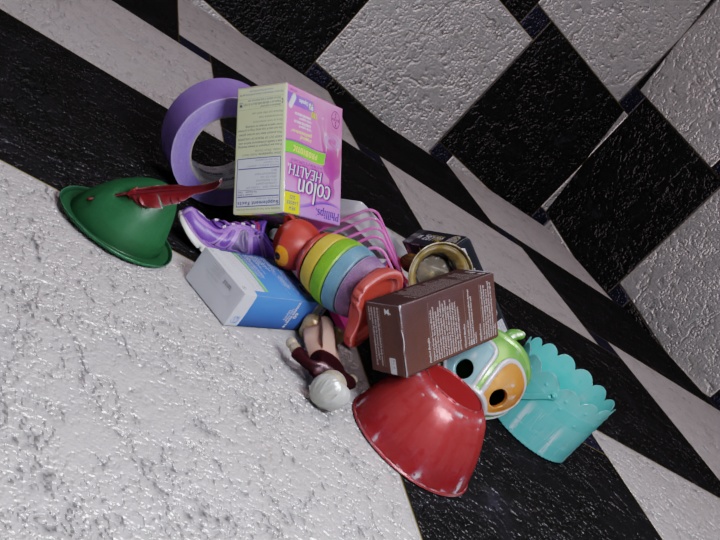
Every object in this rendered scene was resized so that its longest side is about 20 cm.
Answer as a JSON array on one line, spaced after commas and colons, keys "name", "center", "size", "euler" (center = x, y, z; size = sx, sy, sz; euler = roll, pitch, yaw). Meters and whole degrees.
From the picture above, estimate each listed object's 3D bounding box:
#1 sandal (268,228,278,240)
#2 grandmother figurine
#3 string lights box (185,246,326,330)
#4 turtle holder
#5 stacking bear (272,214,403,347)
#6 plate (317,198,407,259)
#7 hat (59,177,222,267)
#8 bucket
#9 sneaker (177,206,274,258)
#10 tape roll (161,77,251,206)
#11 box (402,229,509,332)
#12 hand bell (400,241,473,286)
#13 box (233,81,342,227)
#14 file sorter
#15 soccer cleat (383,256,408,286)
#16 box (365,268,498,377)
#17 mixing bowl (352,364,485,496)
[{"name": "sandal", "center": [-0.075, -0.027, 1.608], "size": [0.201, 0.050, 0.082], "euler": [19, 6, -15]}, {"name": "grandmother figurine", "center": [-0.049, 0.126, 1.219], "size": [0.120, 0.061, 0.200], "euler": [22, 18, -17]}, {"name": "string lights box", "center": [-0.143, 0.029, 1.280], "size": [0.103, 0.059, 0.199], "euler": [47, 19, 28]}, {"name": "turtle holder", "center": [0.161, 0.153, 1.354], "size": [0.184, 0.142, 0.132], "euler": [27, 42, 15]}, {"name": "stacking bear", "center": [-0.047, -0.004, 1.283], "size": [0.199, 0.122, 0.113], "euler": [35, 46, 24]}, {"name": "plate", "center": [-0.036, -0.074, 1.631], "size": [0.198, 0.033, 0.200], "euler": [9, -22, 34]}, {"name": "hat", "center": [-0.277, -0.118, 1.190], "size": [0.199, 0.177, 0.166], "euler": [38, 16, 5]}, {"name": "bucket", "center": [0.336, 0.232, 1.586], "size": [0.206, 0.135, 0.207], "euler": [34, 16, -11]}, {"name": "sneaker", "center": [-0.189, -0.054, 1.371], "size": [0.199, 0.084, 0.081], "euler": [26, 19, -30]}, {"name": "tape roll", "center": [-0.234, -0.218, 1.513], "size": [0.199, 0.201, 0.085], "euler": [24, 19, -37]}, {"name": "box", "center": [0.161, 0.033, 1.482], "size": [0.161, 0.049, 0.201], "euler": [12, -48, 63]}, {"name": "hand bell", "center": [0.098, -0.002, 1.416], "size": [0.104, 0.105, 0.200], "euler": [32, -1, -15]}, {"name": "box", "center": [-0.113, -0.179, 1.427], "size": [0.096, 0.202, 0.175], "euler": [0, -5, 28]}, {"name": "file sorter", "center": [0.000, 0.000, 1.450], "size": [0.200, 0.124, 0.140], "euler": [-98, 163, -68]}, {"name": "soccer cleat", "center": [0.072, 0.063, 1.557], "size": [0.066, 0.077, 0.201], "euler": [9, 40, -32]}, {"name": "box", "center": [0.104, 0.070, 1.243], "size": [0.199, 0.101, 0.074], "euler": [-17, 16, -43]}, {"name": "mixing bowl", "center": [0.099, 0.201, 1.231], "size": [0.199, 0.109, 0.200], "euler": [33, 16, -11]}]
